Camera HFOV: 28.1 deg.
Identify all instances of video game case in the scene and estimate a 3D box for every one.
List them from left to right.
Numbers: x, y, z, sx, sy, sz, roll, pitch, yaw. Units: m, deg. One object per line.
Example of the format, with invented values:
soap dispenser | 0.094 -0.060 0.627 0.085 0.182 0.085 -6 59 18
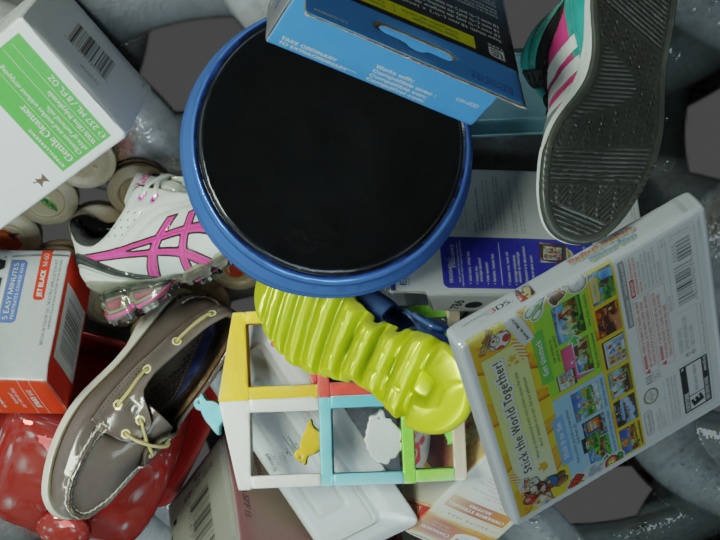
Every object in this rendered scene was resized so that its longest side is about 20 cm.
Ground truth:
video game case | 0.157 0.064 0.957 0.181 0.023 0.201 -29 135 -9

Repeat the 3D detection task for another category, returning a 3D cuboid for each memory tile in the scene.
memory tile | -0.182 -0.017 1.112 0.200 0.017 0.153 36 120 -25

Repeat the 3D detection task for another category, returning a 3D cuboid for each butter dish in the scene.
butter dish | -0.228 0.158 1.163 0.199 0.148 0.200 17 130 -13

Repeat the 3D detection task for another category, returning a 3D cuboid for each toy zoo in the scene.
toy zoo | -0.023 0.093 1.058 0.199 0.020 0.132 -2 85 2

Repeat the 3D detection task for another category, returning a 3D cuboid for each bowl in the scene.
bowl | -0.021 -0.083 0.961 0.199 0.202 0.039 6 172 -5

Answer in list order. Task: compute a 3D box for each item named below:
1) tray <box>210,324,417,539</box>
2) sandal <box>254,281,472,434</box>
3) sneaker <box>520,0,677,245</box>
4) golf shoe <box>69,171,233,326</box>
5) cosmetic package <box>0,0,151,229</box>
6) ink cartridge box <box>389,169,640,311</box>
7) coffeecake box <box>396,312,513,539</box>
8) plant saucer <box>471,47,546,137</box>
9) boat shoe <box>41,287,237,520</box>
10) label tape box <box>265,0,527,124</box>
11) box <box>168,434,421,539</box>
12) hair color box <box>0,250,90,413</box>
tray | -0.049 0.133 1.113 0.107 0.022 0.201 -34 90 41
sandal | 0.009 0.048 1.012 0.200 0.087 0.080 36 107 25
sneaker | 0.146 -0.109 0.947 0.083 0.201 0.121 16 172 -6
golf shoe | -0.130 -0.033 1.032 0.199 0.073 0.092 -25 100 28
cosmetic package | -0.256 -0.095 0.997 0.200 0.085 0.108 -34 111 22
ink cartridge box | 0.107 -0.022 1.037 0.199 0.100 0.039 2 158 -15
coffeecake box | 0.114 0.100 1.119 0.073 0.154 0.200 25 124 -23
plant saucer | 0.085 -0.128 1.024 0.199 0.019 0.070 -2 129 2
boat shoe | -0.163 0.103 1.078 0.059 0.200 0.072 14 151 41
label tape box | 0.017 -0.155 0.884 0.144 0.201 0.063 20 125 -16
box | -0.049 0.238 1.226 0.199 0.128 0.109 18 126 -29
hair color box | -0.314 0.045 1.080 0.199 0.111 0.064 -1 150 7
